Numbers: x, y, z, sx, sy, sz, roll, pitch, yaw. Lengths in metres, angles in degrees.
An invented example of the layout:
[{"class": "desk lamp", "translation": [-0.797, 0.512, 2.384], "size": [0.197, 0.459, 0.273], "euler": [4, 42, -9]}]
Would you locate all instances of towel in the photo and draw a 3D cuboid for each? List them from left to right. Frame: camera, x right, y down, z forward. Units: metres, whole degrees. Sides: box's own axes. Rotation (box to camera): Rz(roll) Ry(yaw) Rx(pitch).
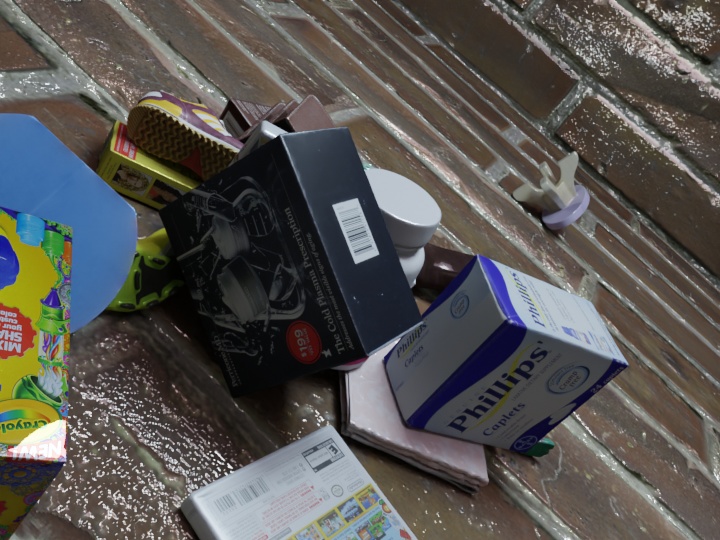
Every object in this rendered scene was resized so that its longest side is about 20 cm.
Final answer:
[{"class": "towel", "translation": [0.058, 0.152, 0.849], "size": [0.199, 0.032, 0.192], "euler": [28, 30, -21]}]

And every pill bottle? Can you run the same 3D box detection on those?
[{"class": "pill bottle", "translation": [0.000, 0.000, 0.768], "size": [0.112, 0.201, 0.114], "euler": [20, 32, -13]}]

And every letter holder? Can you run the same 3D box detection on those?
[{"class": "letter holder", "translation": [-0.049, -0.127, 0.938], "size": [0.201, 0.100, 0.143], "euler": [58, 39, -21]}]

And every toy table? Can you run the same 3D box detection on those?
[{"class": "toy table", "translation": [0.487, -0.198, 1.782], "size": [0.117, 0.183, 0.200], "euler": [51, 13, -12]}]

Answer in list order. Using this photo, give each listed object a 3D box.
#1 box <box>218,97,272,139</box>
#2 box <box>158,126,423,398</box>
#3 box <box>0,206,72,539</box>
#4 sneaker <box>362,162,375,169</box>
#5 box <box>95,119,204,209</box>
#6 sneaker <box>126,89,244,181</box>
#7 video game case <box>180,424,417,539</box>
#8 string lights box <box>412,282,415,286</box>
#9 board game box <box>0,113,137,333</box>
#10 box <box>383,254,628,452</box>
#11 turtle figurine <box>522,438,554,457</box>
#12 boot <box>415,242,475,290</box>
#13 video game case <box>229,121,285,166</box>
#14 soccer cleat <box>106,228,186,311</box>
[{"class": "box", "translation": [-0.123, -0.177, 1.036], "size": [0.199, 0.100, 0.075], "euler": [1, 46, -52]}, {"class": "box", "translation": [-0.069, -0.004, 0.679], "size": [0.104, 0.181, 0.202], "euler": [-22, 90, -52]}, {"class": "box", "translation": [-0.297, 0.051, 0.436], "size": [0.198, 0.122, 0.194], "euler": [18, 40, -37]}, {"class": "sneaker", "translation": [0.042, -0.113, 1.146], "size": [0.117, 0.074, 0.200], "euler": [26, 8, -33]}, {"class": "box", "translation": [-0.214, -0.102, 0.863], "size": [0.198, 0.050, 0.076], "euler": [25, 31, -27]}, {"class": "sneaker", "translation": [-0.172, -0.148, 0.848], "size": [0.199, 0.075, 0.091], "euler": [34, 33, -14]}, {"class": "video game case", "translation": [-0.033, 0.238, 0.618], "size": [0.182, 0.023, 0.199], "euler": [50, 28, 18]}, {"class": "string lights box", "translation": [0.028, -0.018, 0.984], "size": [0.059, 0.103, 0.201], "euler": [40, 27, -14]}, {"class": "board game box", "translation": [-0.295, -0.035, 0.616], "size": [0.200, 0.039, 0.158], "euler": [43, 65, -10]}, {"class": "box", "translation": [0.162, 0.104, 0.817], "size": [0.198, 0.184, 0.106], "euler": [19, 35, -31]}, {"class": "turtle figurine", "translation": [0.224, 0.149, 1.000], "size": [0.201, 0.099, 0.151], "euler": [-98, 172, -51]}, {"class": "boot", "translation": [0.164, 0.003, 1.086], "size": [0.165, 0.073, 0.199], "euler": [12, 4, 31]}, {"class": "video game case", "translation": [-0.072, -0.062, 0.824], "size": [0.198, 0.182, 0.023], "euler": [25, 44, -27]}, {"class": "soccer cleat", "translation": [-0.214, -0.007, 0.728], "size": [0.083, 0.066, 0.199], "euler": [11, 20, 34]}]
